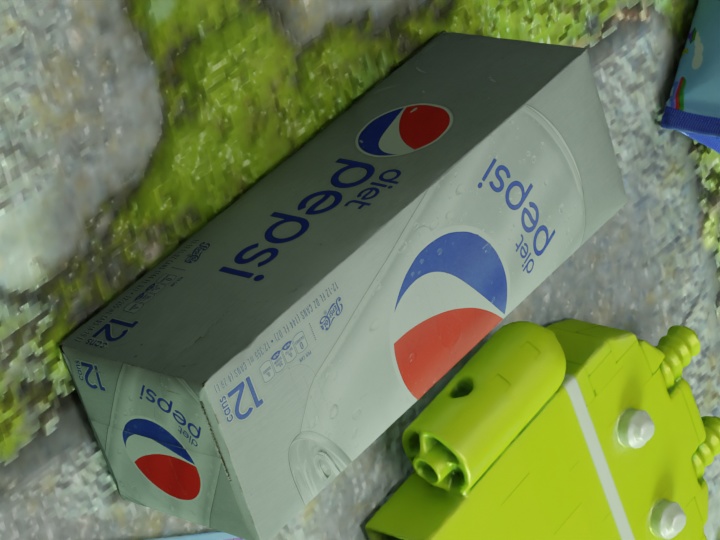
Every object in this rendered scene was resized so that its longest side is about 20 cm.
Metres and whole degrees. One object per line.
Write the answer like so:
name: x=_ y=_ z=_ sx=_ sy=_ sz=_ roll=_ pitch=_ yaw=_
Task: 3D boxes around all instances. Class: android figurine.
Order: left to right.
android figurine: x=0.070 y=0.102 z=1.027 sx=0.200 sy=0.041 sz=0.183 roll=-42 pitch=127 yaw=-31

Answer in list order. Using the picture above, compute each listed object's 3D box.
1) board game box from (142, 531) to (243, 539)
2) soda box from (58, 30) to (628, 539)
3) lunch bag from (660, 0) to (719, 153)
board game box: x=-0.078 y=0.168 z=0.875 sx=0.199 sy=0.039 sz=0.159 roll=-1 pitch=99 yaw=-47
soda box: x=0.000 y=0.000 z=0.904 sx=0.200 sy=0.068 sz=0.064 roll=-41 pitch=127 yaw=-35
lunch bag: x=0.232 y=-0.100 z=1.038 sx=0.094 sy=0.199 sz=0.152 roll=23 pitch=82 yaw=-48
